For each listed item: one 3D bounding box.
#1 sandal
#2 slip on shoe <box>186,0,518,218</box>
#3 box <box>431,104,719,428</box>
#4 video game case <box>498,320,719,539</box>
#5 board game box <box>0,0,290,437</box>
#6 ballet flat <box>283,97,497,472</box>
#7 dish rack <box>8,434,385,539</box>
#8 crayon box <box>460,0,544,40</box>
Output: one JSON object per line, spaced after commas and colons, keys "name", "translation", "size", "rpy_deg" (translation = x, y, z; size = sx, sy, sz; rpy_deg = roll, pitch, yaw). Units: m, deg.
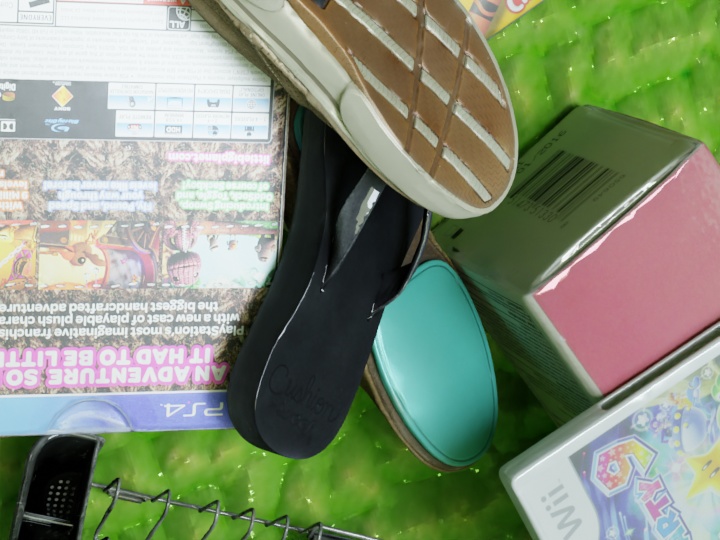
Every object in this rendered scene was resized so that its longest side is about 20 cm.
{"name": "sandal", "translation": [0.004, -0.016, 0.884], "size": [0.076, 0.043, 0.201], "rpy_deg": [20, 84, -46]}
{"name": "slip on shoe", "translation": [-0.017, -0.097, 0.831], "size": [0.200, 0.061, 0.076], "rpy_deg": [42, 60, -22]}
{"name": "box", "translation": [0.143, 0.037, 0.989], "size": [0.109, 0.128, 0.200], "rpy_deg": [-40, 113, -8]}
{"name": "video game case", "translation": [0.174, 0.093, 0.934], "size": [0.200, 0.018, 0.143], "rpy_deg": [-32, 112, -10]}
{"name": "board game box", "translation": [-0.121, -0.037, 0.893], "size": [0.159, 0.097, 0.201], "rpy_deg": [0, 102, -20]}
{"name": "ballet flat", "translation": [0.000, 0.000, 0.959], "size": [0.068, 0.072, 0.200], "rpy_deg": [-38, 113, -25]}
{"name": "dish rack", "translation": [-0.068, 0.167, 0.941], "size": [0.199, 0.055, 0.154], "rpy_deg": [14, 66, -14]}
{"name": "crayon box", "translation": [0.038, -0.198, 0.935], "size": [0.200, 0.058, 0.173], "rpy_deg": [-36, 111, -9]}
